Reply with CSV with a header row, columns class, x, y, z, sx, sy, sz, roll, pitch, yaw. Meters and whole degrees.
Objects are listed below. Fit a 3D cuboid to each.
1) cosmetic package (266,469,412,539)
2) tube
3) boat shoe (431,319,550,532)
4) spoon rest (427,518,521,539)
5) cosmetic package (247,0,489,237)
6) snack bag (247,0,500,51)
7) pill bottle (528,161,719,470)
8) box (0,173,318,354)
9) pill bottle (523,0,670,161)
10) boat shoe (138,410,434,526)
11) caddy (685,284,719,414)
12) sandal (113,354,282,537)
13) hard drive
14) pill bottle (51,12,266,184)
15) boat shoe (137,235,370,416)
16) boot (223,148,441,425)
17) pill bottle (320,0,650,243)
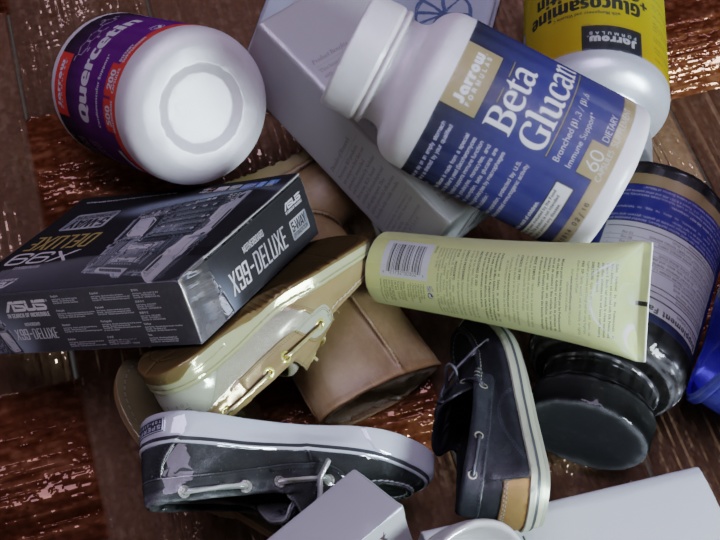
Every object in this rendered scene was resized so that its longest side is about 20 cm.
class,x,y,z,sx,sy,sz,roll,pitch,yaw
cosmetic package,-0.046,0.234,0.906,0.200,0.151,0.052,-36,45,-22
tube,0.098,0.010,1.016,0.200,0.058,0.052,7,52,34
boat shoe,0.077,0.094,1.020,0.062,0.075,0.200,1,34,-7
spoon rest,0.032,0.233,0.894,0.200,0.099,0.061,-54,41,-3
cosmetic package,0.018,-0.111,1.115,0.101,0.071,0.200,-35,77,-32
snack bag,0.006,-0.191,1.276,0.200,0.021,0.189,10,56,8
pill bottle,0.181,0.031,1.066,0.112,0.112,0.200,16,58,12
box,-0.153,-0.003,1.053,0.200,0.050,0.158,-4,25,33
pill bottle,0.182,-0.159,1.195,0.112,0.112,0.200,2,56,3
boat shoe,-0.041,0.134,0.961,0.199,0.074,0.068,13,59,-31
caddy,0.288,0.031,1.020,0.105,0.200,0.141,36,60,4
sandal,-0.086,0.145,1.027,0.212,0.070,0.078,34,46,-3
hard drive,0.151,0.205,0.980,0.200,0.026,0.132,-10,56,-17
pill bottle,-0.159,-0.132,1.146,0.112,0.112,0.200,-34,27,-20
boat shoe,-0.062,0.041,1.028,0.074,0.066,0.200,4,31,48
boot,0.000,0.000,1.126,0.175,0.066,0.200,-27,62,-13
pill bottle,0.080,-0.102,1.021,0.200,0.111,0.111,27,59,-3
